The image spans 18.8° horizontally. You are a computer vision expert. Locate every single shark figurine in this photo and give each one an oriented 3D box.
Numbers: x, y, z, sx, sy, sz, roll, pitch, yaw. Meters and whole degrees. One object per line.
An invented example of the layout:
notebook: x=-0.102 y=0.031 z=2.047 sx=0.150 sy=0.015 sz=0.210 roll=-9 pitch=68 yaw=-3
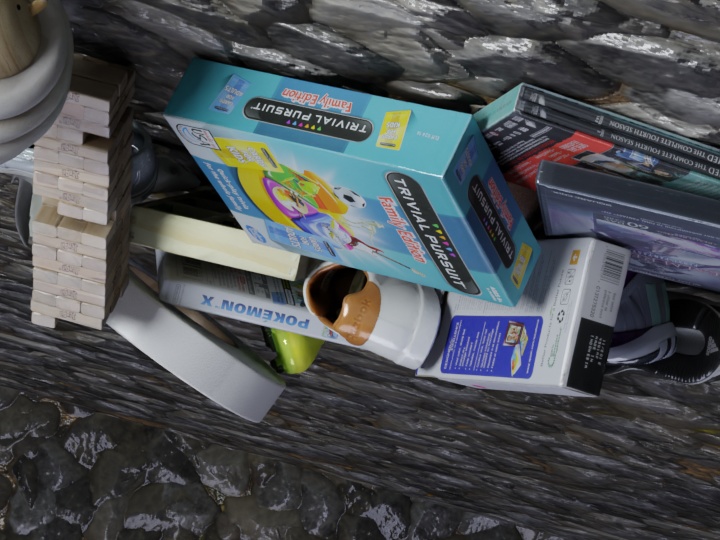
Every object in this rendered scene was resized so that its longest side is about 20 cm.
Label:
shark figurine: x=-0.231 y=-0.063 z=1.614 sx=0.128 sy=0.090 sz=0.214 roll=25 pitch=163 yaw=-35

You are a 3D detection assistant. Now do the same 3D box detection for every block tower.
block tower: x=-0.183 y=-0.051 z=1.432 sx=0.057 sy=0.054 sz=0.201 roll=14 pitch=130 yaw=6

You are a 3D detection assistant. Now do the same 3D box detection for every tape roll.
tape roll: x=-0.143 y=0.041 z=1.621 sx=0.202 sy=0.037 sz=0.203 roll=36 pitch=-179 yaw=-1

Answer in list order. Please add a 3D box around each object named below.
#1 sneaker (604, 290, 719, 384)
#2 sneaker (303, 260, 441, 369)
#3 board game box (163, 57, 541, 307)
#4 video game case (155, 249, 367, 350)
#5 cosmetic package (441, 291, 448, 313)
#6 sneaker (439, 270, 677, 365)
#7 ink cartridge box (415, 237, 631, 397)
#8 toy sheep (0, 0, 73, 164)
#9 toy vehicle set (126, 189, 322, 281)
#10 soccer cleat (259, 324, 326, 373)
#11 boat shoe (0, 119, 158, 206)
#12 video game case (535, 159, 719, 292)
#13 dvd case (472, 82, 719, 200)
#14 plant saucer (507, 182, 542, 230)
sneaker: x=0.227 y=0.047 z=1.560 sx=0.115 sy=0.076 sz=0.200 roll=9 pitch=-174 yaw=-35
sneaker: x=0.000 y=0.000 z=1.528 sx=0.084 sy=0.073 sz=0.200 roll=18 pitch=-165 yaw=-14
board game box: x=-0.004 y=-0.053 z=1.332 sx=0.199 sy=0.047 sz=0.151 roll=14 pitch=156 yaw=30
video game case: x=-0.065 y=0.005 z=1.635 sx=0.181 sy=0.022 sz=0.200 roll=14 pitch=-165 yaw=-11
cosmetic package: x=0.078 y=0.026 z=1.658 sx=0.103 sy=0.074 sz=0.200 roll=16 pitch=169 yaw=-6
sneaker: x=0.123 y=0.020 z=1.502 sx=0.198 sy=0.088 sz=0.074 roll=-1 pitch=-175 yaw=24
ink cartridge box: x=0.102 y=0.030 z=1.413 sx=0.037 sy=0.095 sz=0.200 roll=17 pitch=172 yaw=-26
toy sheep: x=-0.229 y=-0.121 z=1.234 sx=0.137 sy=0.139 sz=0.200 roll=17 pitch=163 yaw=-12
toy vehicle set: x=-0.082 y=-0.027 z=1.569 sx=0.123 sy=0.027 sz=0.200 roll=13 pitch=-173 yaw=9
soccer cleat: x=-0.037 y=0.030 z=1.695 sx=0.083 sy=0.065 sz=0.200 roll=-13 pitch=-169 yaw=4
boat shoe: x=-0.234 y=-0.104 z=1.496 sx=0.199 sy=0.070 sz=0.072 roll=17 pitch=148 yaw=2
video game case: x=0.181 y=-0.022 z=1.324 sx=0.142 sy=0.019 sz=0.200 roll=14 pitch=171 yaw=10
dvd case: x=0.160 y=-0.057 z=1.286 sx=0.199 sy=0.022 sz=0.146 roll=19 pitch=168 yaw=-11
plant saucer: x=0.030 y=-0.054 z=1.450 sx=0.199 sy=0.032 sz=0.200 roll=15 pitch=167 yaw=3
